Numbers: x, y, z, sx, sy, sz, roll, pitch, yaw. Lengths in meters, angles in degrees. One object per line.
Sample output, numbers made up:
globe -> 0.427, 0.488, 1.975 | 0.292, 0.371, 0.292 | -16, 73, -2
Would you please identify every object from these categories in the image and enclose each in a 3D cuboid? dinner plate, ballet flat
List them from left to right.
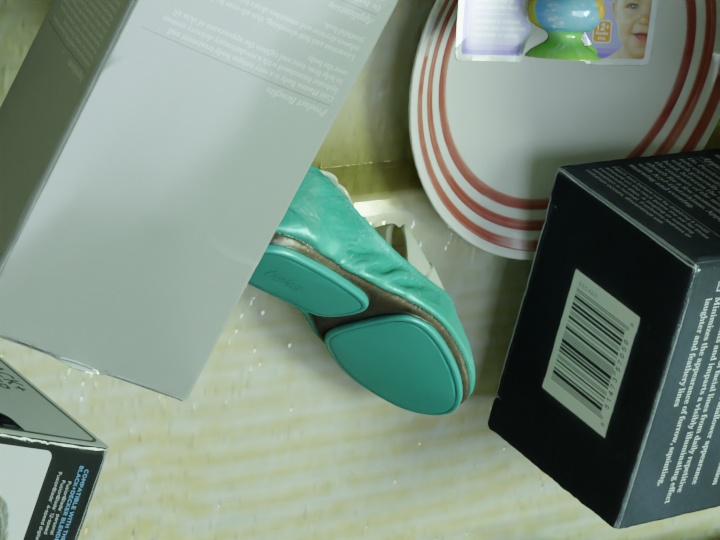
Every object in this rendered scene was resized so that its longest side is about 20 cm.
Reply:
ballet flat -> 0.000, 0.000, 1.393 | 0.200, 0.067, 0.070 | 41, 49, -50
dinner plate -> 0.102, -0.101, 1.446 | 0.200, 0.024, 0.200 | -16, 122, -28

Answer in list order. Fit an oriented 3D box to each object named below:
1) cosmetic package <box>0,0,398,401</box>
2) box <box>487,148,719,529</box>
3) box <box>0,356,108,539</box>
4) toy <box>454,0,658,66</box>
cosmetic package -> -0.080, -0.060, 1.201 | 0.107, 0.090, 0.200 | 24, 106, -28
box -> 0.184, 0.026, 1.494 | 0.200, 0.107, 0.149 | -7, 123, -38
box -> -0.220, 0.066, 1.244 | 0.200, 0.117, 0.060 | 12, 103, -37
toy -> 0.106, -0.191, 1.361 | 0.115, 0.047, 0.200 | -1, 103, -34
